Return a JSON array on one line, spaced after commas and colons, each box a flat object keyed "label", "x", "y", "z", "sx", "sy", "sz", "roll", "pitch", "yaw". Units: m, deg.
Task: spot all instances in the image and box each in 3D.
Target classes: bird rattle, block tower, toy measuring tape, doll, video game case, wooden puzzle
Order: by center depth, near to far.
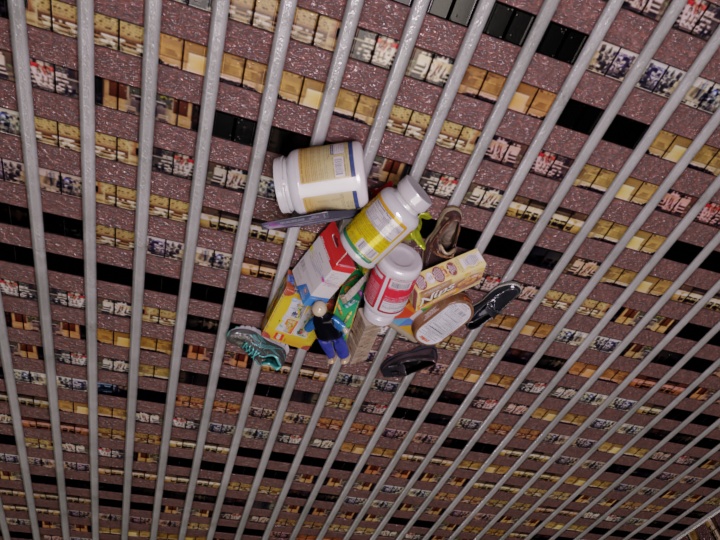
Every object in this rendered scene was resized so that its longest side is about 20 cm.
[{"label": "video game case", "x": -0.110, "y": -0.117, "z": 1.219, "sx": 0.197, "sy": 0.142, "sz": 0.019, "roll": -4, "pitch": 95, "yaw": 34}, {"label": "bird rattle", "x": 0.073, "y": -0.111, "z": 1.293, "sx": 0.197, "sy": 0.115, "sz": 0.163, "roll": 24, "pitch": 145, "yaw": -21}, {"label": "toy measuring tape", "x": 0.000, "y": 0.000, "z": 1.353, "sx": 0.200, "sy": 0.073, "sz": 0.074, "roll": -46, "pitch": 133, "yaw": -23}, {"label": "doll", "x": -0.088, "y": 0.162, "z": 1.384, "sx": 0.133, "sy": 0.049, "sz": 0.203, "roll": -1, "pitch": 129, "yaw": 19}, {"label": "block tower", "x": 0.005, "y": 0.179, "z": 1.441, "sx": 0.057, "sy": 0.055, "sz": 0.202, "roll": -13, "pitch": 145, "yaw": -25}, {"label": "wooden puzzle", "x": 0.166, "y": 0.126, "z": 1.521, "sx": 0.184, "sy": 0.038, "sz": 0.199, "roll": 34, "pitch": 123, "yaw": -32}]

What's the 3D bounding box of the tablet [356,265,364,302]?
[{"label": "tablet", "x": 0.075, "y": 0.026, "z": 1.460, "sx": 0.195, "sy": 0.014, "sz": 0.132, "roll": -9, "pitch": 129, "yaw": 3}]

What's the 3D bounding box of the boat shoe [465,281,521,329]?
[{"label": "boat shoe", "x": 0.374, "y": 0.104, "z": 1.509, "sx": 0.199, "sy": 0.063, "sz": 0.074, "roll": -36, "pitch": 121, "yaw": 22}]

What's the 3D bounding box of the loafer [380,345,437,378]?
[{"label": "loafer", "x": 0.150, "y": 0.293, "z": 1.651, "sx": 0.197, "sy": 0.064, "sz": 0.072, "roll": -27, "pitch": 126, "yaw": 18}]

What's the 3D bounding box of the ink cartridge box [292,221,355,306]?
[{"label": "ink cartridge box", "x": -0.085, "y": -0.015, "z": 1.342, "sx": 0.066, "sy": 0.118, "sz": 0.200, "roll": 12, "pitch": 132, "yaw": -41}]

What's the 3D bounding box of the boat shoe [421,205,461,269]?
[{"label": "boat shoe", "x": 0.210, "y": -0.064, "z": 1.354, "sx": 0.071, "sy": 0.073, "sz": 0.202, "roll": 12, "pitch": 128, "yaw": -13}]

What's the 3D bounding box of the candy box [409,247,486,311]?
[{"label": "candy box", "x": 0.222, "y": 0.025, "z": 1.381, "sx": 0.196, "sy": 0.056, "sz": 0.116, "roll": -22, "pitch": 153, "yaw": -8}]

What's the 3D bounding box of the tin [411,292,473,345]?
[{"label": "tin", "x": 0.231, "y": 0.140, "z": 1.502, "sx": 0.111, "sy": 0.042, "sz": 0.199, "roll": 35, "pitch": 118, "yaw": -28}]

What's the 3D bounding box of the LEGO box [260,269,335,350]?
[{"label": "LEGO box", "x": -0.174, "y": 0.115, "z": 1.478, "sx": 0.146, "sy": 0.078, "sz": 0.201, "roll": 20, "pitch": 126, "yaw": -19}]

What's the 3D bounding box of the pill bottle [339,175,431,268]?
[{"label": "pill bottle", "x": 0.057, "y": -0.108, "z": 1.162, "sx": 0.112, "sy": 0.114, "sz": 0.200, "roll": 35, "pitch": 114, "yaw": -28}]

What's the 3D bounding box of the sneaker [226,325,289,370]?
[{"label": "sneaker", "x": -0.301, "y": 0.230, "z": 1.557, "sx": 0.197, "sy": 0.092, "sz": 0.078, "roll": 23, "pitch": 125, "yaw": -20}]

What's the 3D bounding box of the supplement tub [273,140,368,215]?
[{"label": "supplement tub", "x": -0.085, "y": -0.202, "z": 1.178, "sx": 0.195, "sy": 0.146, "sz": 0.146, "roll": -7, "pitch": 130, "yaw": 3}]

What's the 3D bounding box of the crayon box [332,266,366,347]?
[{"label": "crayon box", "x": -0.037, "y": 0.102, "z": 1.433, "sx": 0.057, "sy": 0.120, "sz": 0.202, "roll": 19, "pitch": 132, "yaw": 1}]

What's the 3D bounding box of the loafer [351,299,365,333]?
[{"label": "loafer", "x": 0.036, "y": 0.111, "z": 1.471, "sx": 0.070, "sy": 0.074, "sz": 0.201, "roll": 20, "pitch": 136, "yaw": -8}]

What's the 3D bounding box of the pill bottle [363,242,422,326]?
[{"label": "pill bottle", "x": 0.071, "y": 0.039, "z": 1.298, "sx": 0.110, "sy": 0.114, "sz": 0.202, "roll": 10, "pitch": 133, "yaw": -11}]
